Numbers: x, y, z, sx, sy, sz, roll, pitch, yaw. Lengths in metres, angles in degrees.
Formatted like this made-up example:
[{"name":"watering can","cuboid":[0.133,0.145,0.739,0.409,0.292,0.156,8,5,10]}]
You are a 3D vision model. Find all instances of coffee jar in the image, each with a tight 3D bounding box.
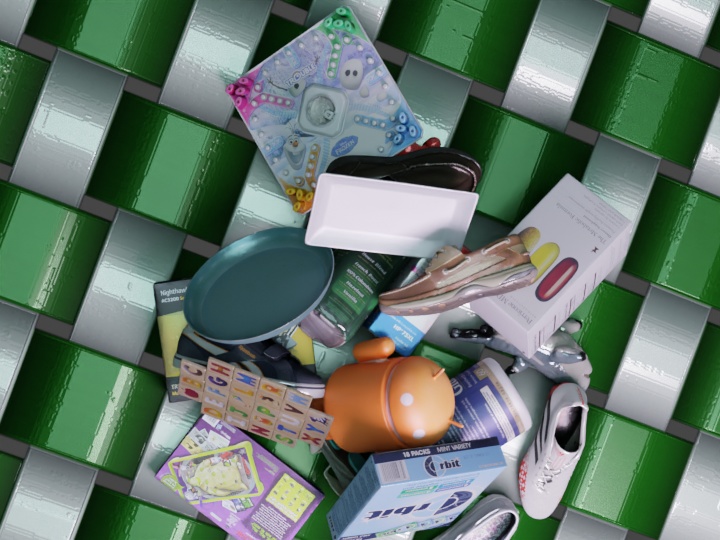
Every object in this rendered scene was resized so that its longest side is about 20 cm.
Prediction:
[{"name":"coffee jar","cuboid":[0.000,0.000,1.456,0.085,0.104,0.200,40,68,-8]}]

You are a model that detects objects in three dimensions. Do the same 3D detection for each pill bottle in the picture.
[{"name":"pill bottle","cuboid":[0.117,0.211,1.499,0.199,0.111,0.111,-31,96,-4]}]

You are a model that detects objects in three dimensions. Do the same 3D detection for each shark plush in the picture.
[{"name":"shark plush","cuboid":[0.222,0.115,1.532,0.199,0.091,0.084,7,122,-11]}]

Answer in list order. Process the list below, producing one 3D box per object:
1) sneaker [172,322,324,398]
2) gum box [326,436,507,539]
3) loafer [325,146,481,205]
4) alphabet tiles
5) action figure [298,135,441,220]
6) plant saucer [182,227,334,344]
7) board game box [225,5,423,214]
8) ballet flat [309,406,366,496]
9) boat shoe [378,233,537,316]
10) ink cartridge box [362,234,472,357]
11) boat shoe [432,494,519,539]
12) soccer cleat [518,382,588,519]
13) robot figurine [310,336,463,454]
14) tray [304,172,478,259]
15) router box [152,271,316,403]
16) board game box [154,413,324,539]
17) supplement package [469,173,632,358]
[{"name":"sneaker","cuboid":[-0.135,0.105,1.412,0.199,0.078,0.080,13,89,9]},{"name":"gum box","cuboid":[0.066,0.276,1.404,0.169,0.200,0.045,-4,60,-23]},{"name":"loafer","cuboid":[0.057,-0.103,1.416,0.198,0.072,0.073,-6,133,-5]},{"name":"alphabet tiles","cuboid":[-0.133,0.167,1.405,0.199,0.167,0.006,21,59,0]},{"name":"action figure","cuboid":[0.020,-0.133,1.502,0.199,0.099,0.066,-24,99,17]},{"name":"plant saucer","cuboid":[-0.123,0.022,1.398,0.199,0.200,0.028,-25,129,-5]},{"name":"board game box","cuboid":[-0.051,-0.206,1.455,0.199,0.026,0.201,-32,84,15]},{"name":"ballet flat","cuboid":[-0.034,0.245,1.510,0.064,0.067,0.201,-30,94,26]},{"name":"boat shoe","cuboid":[0.115,0.007,1.394,0.199,0.076,0.072,-15,79,0]},{"name":"ink cartridge box","cuboid":[0.087,0.011,1.483,0.067,0.116,0.200,37,89,-6]},{"name":"boat shoe","cuboid":[0.139,0.389,1.531,0.200,0.069,0.072,-38,96,-4]},{"name":"soccer cleat","cuboid":[0.263,0.250,1.522,0.068,0.085,0.201,14,102,-7]},{"name":"robot figurine","cuboid":[0.033,0.167,1.414,0.116,0.199,0.145,34,56,-45]},{"name":"tray","cuboid":[0.036,-0.068,1.380,0.199,0.022,0.108,6,127,-12]},{"name":"router box","cuboid":[-0.164,0.080,1.490,0.199,0.052,0.158,-8,93,-6]},{"name":"board game box","cuboid":[-0.161,0.287,1.513,0.200,0.032,0.120,39,84,-6]},{"name":"supplement package","cuboid":[0.245,-0.004,1.474,0.114,0.110,0.200,40,79,21]}]
